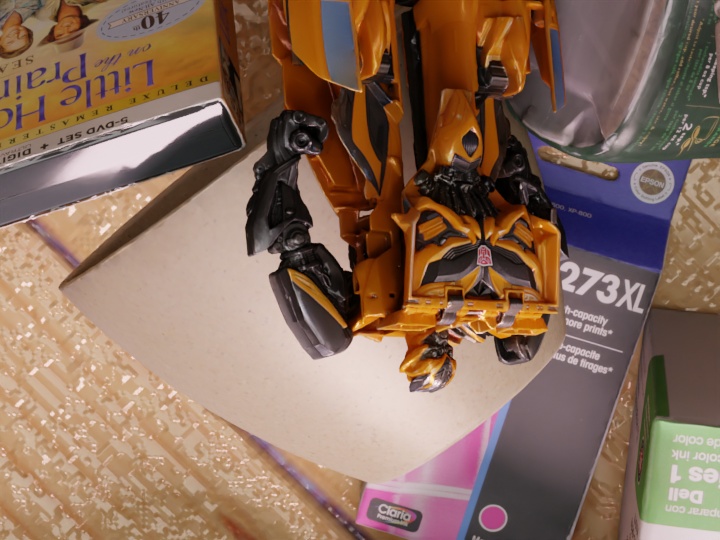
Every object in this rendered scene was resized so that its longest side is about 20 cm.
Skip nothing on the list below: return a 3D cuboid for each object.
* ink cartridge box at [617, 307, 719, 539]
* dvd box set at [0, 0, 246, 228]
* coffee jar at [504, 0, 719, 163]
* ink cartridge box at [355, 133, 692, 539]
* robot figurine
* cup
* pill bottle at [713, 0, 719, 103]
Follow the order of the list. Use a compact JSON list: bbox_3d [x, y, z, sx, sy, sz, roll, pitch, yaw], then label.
[{"bbox_3d":[0.151,0.135,1.224,0.084,0.145,0.200,6,108,2],"label":"ink cartridge box"},{"bbox_3d":[-0.122,-0.098,1.146,0.146,0.200,0.029,-17,131,9],"label":"dvd box set"},{"bbox_3d":[0.152,-0.091,1.140,0.200,0.085,0.104,4,112,-44],"label":"coffee jar"},{"bbox_3d":[0.070,0.031,1.257,0.095,0.037,0.200,17,105,-1],"label":"ink cartridge box"},{"bbox_3d":[0.021,-0.057,1.032,0.058,0.145,0.200,-17,76,49],"label":"robot figurine"},{"bbox_3d":[0.000,0.000,1.157,0.200,0.200,0.143,-36,96,13],"label":"cup"},{"bbox_3d":[0.168,-0.158,1.016,0.114,0.114,0.200,-1,82,4],"label":"pill bottle"}]
